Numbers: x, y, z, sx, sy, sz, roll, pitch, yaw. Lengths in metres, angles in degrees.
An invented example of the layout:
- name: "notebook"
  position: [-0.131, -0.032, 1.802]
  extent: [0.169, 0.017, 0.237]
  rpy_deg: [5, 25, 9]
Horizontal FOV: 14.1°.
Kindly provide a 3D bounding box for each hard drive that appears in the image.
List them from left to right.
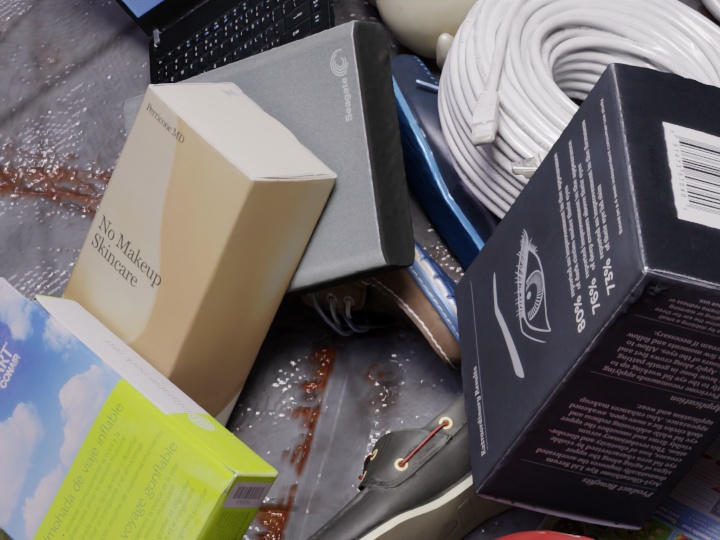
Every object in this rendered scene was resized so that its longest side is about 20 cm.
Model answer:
- name: "hard drive"
  position: [-0.055, -0.053, 1.687]
  extent: [0.200, 0.033, 0.140]
  rpy_deg: [-15, 79, 43]

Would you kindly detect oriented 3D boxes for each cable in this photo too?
- name: "cable"
  position: [0.143, -0.089, 1.675]
  extent: [0.199, 0.069, 0.200]
  rpy_deg: [14, 42, -13]

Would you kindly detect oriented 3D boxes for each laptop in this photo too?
- name: "laptop"
  position: [-0.109, -0.161, 1.753]
  extent: [0.177, 0.103, 0.201]
  rpy_deg: [-28, 56, 44]

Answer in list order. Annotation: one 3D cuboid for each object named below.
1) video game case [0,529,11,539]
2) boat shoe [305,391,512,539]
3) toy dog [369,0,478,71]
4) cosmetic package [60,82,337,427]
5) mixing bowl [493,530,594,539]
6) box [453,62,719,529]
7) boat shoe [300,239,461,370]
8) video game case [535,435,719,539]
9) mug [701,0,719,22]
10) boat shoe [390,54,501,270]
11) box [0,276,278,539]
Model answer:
- name: "video game case"
  position: [-0.191, 0.160, 1.676]
  extent: [0.200, 0.018, 0.143]
  rpy_deg: [31, 71, 30]
- name: "boat shoe"
  position: [0.031, 0.123, 1.614]
  extent: [0.201, 0.074, 0.063]
  rpy_deg: [-35, 63, -17]
- name: "toy dog"
  position: [0.032, -0.236, 1.757]
  extent: [0.139, 0.200, 0.194]
  rpy_deg: [1, 49, 19]
- name: "cosmetic package"
  position: [-0.103, 0.003, 1.660]
  extent: [0.105, 0.071, 0.201]
  rpy_deg: [41, 119, 33]
- name: "mixing bowl"
  position: [0.102, 0.205, 1.478]
  extent: [0.200, 0.201, 0.108]
  rpy_deg: [27, 59, 28]
- name: "box"
  position: [0.139, 0.016, 1.533]
  extent: [0.104, 0.200, 0.148]
  rpy_deg: [13, 47, -20]
- name: "boat shoe"
  position: [0.000, 0.000, 1.713]
  extent: [0.072, 0.072, 0.200]
  rpy_deg: [-42, 54, 1]
- name: "video game case"
  position: [0.175, 0.148, 1.595]
  extent: [0.143, 0.018, 0.200]
  rpy_deg: [27, 68, 28]
- name: "mug"
  position: [0.243, -0.237, 1.761]
  extent: [0.175, 0.148, 0.201]
  rpy_deg: [-18, 85, 10]
- name: "boat shoe"
  position: [0.077, -0.047, 1.722]
  extent: [0.068, 0.084, 0.200]
  rpy_deg: [-26, 71, -11]
- name: "box"
  position: [-0.150, 0.106, 1.620]
  extent: [0.200, 0.048, 0.122]
  rpy_deg: [38, 107, 30]
